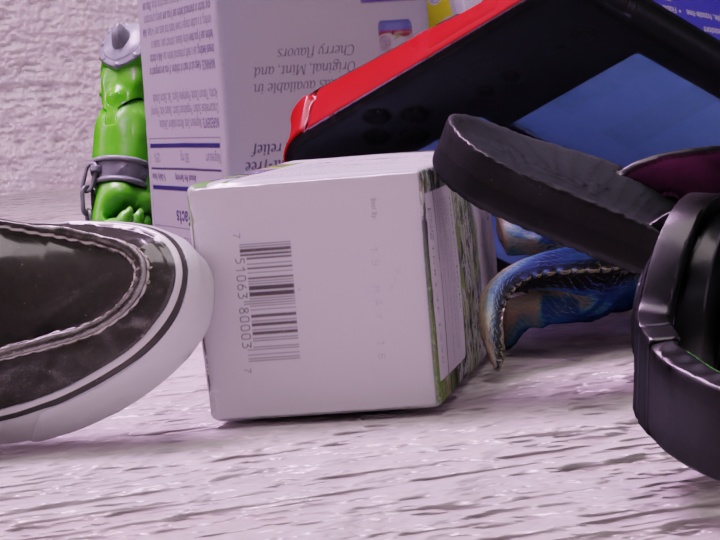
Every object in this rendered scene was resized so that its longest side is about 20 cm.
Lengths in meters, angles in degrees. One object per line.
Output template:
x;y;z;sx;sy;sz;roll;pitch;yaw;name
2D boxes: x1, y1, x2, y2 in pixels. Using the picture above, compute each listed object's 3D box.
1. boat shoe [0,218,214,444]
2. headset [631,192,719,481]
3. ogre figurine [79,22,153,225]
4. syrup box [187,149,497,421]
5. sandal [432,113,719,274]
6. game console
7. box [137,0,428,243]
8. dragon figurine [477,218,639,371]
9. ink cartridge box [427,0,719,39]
-0.148;0.017;0.812;0.199;0.071;0.064;-11;-31;12;boat shoe
0.128;0.026;0.656;0.123;0.094;0.200;-1;20;-1;headset
-0.096;-0.080;1.420;0.098;0.120;0.200;0;5;44;ogre figurine
0.000;0.000;0.915;0.081;0.079;0.200;-4;4;8;syrup box
0.121;-0.019;0.857;0.200;0.048;0.075;18;17;-24;sandal
0.087;-0.048;1.034;0.200;0.031;0.177;23;-33;-38;game console
-0.038;-0.083;1.241;0.104;0.201;0.184;-4;4;-15;box
0.105;-0.003;0.970;0.099;0.059;0.200;-4;3;16;dragon figurine
0.115;-0.116;1.266;0.197;0.201;0.047;6;-25;-37;ink cartridge box
